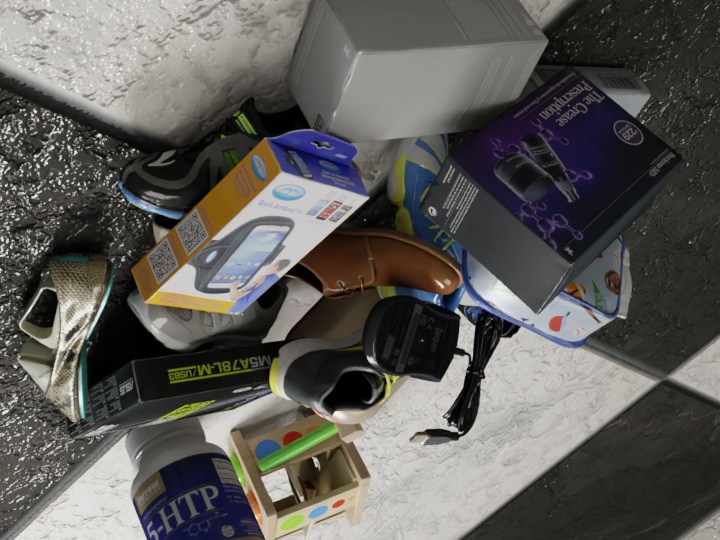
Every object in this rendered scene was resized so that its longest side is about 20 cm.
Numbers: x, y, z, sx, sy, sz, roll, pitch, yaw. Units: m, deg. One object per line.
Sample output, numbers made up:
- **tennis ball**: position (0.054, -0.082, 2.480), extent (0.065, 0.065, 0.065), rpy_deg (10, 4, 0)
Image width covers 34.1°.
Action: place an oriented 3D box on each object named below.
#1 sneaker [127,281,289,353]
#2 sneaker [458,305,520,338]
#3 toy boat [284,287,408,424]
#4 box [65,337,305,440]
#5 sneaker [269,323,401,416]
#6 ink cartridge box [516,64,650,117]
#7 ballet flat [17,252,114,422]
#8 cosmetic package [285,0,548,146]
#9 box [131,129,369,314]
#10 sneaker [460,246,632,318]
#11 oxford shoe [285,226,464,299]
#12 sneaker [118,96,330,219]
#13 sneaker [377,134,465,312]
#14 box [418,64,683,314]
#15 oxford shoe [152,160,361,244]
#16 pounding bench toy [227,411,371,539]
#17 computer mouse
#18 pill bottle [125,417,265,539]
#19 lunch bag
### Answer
- **sneaker**: position (-0.146, 0.027, 1.138), extent (0.082, 0.075, 0.199), rpy_deg (-49, 157, 18)
- **sneaker**: position (0.184, 0.047, 1.435), extent (0.199, 0.078, 0.070), rpy_deg (8, 132, -46)
- **toy boat**: position (0.001, 0.062, 1.271), extent (0.200, 0.131, 0.131), rpy_deg (-45, 107, -8)
- **box**: position (-0.176, 0.119, 1.184), extent (0.191, 0.048, 0.199), rpy_deg (-9, 168, -36)
- **sneaker**: position (0.010, 0.101, 1.143), extent (0.198, 0.084, 0.075), rpy_deg (-14, 122, -34)
- **ink cartridge box**: position (0.188, -0.123, 1.224), extent (0.158, 0.048, 0.201), rpy_deg (-6, 140, -35)
- **ballet flat**: position (-0.277, 0.059, 1.079), extent (0.074, 0.068, 0.201), rpy_deg (7, 131, -16)
- **cosmetic package**: position (0.047, -0.176, 0.990), extent (0.198, 0.091, 0.107), rpy_deg (-6, 143, -31)
- **box**: position (-0.084, -0.038, 0.979), extent (0.199, 0.042, 0.118), rpy_deg (-39, 153, 27)
- **sneaker**: position (0.182, 0.029, 1.215), extent (0.198, 0.090, 0.075), rpy_deg (-10, 166, 30)
- **oxford shoe**: position (0.000, 0.000, 1.099), extent (0.197, 0.072, 0.072), rpy_deg (11, 149, 16)
- **sneaker**: position (-0.112, -0.102, 0.980), extent (0.198, 0.071, 0.083), rpy_deg (-19, 142, -28)
- **sneaker**: position (0.079, -0.043, 1.141), extent (0.075, 0.104, 0.202), rpy_deg (-23, 130, -45)
- **box**: position (0.170, -0.076, 1.030), extent (0.200, 0.141, 0.079), rpy_deg (-38, 166, -38)
- **oxford shoe**: position (-0.091, -0.058, 1.053), extent (0.198, 0.071, 0.075), rpy_deg (-27, 147, -6)
- **pounding bench toy**: position (-0.084, 0.240, 1.433), extent (0.154, 0.125, 0.201), rpy_deg (-17, 147, -21)
- **computer mouse**: position (0.052, 0.094, 1.112), extent (0.199, 0.046, 0.142), rpy_deg (10, 97, -48)
- **pill bottle**: position (-0.187, 0.260, 1.298), extent (0.118, 0.201, 0.120), rpy_deg (-22, 148, -14)
- **lunch bag**: position (0.168, -0.037, 1.104), extent (0.159, 0.202, 0.076), rpy_deg (23, 138, -17)
